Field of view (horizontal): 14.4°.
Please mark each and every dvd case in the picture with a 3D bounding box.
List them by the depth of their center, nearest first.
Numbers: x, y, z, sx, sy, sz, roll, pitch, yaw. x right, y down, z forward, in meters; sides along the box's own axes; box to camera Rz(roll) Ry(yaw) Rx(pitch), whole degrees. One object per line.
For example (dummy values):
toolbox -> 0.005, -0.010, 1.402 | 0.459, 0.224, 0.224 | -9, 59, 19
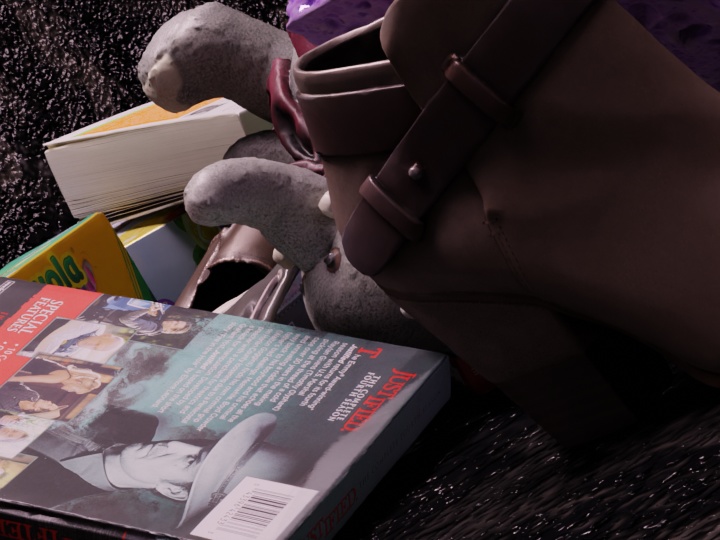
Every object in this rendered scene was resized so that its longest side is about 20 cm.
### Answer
dvd case -> -0.088, 0.052, 0.964 | 0.199, 0.022, 0.146 | 8, 28, 23

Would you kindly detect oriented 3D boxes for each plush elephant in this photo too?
plush elephant -> 0.001, -0.034, 1.043 | 0.165, 0.200, 0.155 | -44, 17, 47

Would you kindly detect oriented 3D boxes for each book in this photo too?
book -> -0.050, -0.077, 1.365 | 0.133, 0.048, 0.200 | -29, 10, -29

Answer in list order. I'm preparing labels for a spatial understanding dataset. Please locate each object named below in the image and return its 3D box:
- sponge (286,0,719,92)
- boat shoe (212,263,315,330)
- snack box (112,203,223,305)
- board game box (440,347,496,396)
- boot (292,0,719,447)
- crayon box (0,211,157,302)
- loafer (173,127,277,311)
sponge -> 0.085, -0.065, 0.895 | 0.111, 0.200, 0.030 | -24, 50, 45
boat shoe -> 0.000, 0.000, 1.164 | 0.057, 0.067, 0.200 | -3, 38, 52
snack box -> -0.113, 0.009, 1.438 | 0.199, 0.068, 0.169 | -29, 8, 1
board game box -> 0.067, 0.009, 1.111 | 0.103, 0.019, 0.200 | -34, 6, -6
boot -> 0.076, -0.038, 0.800 | 0.200, 0.147, 0.070 | -29, 9, 30
crayon box -> -0.138, 0.059, 1.244 | 0.058, 0.119, 0.200 | -29, 6, 21
loafer -> -0.031, 0.002, 1.211 | 0.201, 0.073, 0.071 | -60, 6, -8
